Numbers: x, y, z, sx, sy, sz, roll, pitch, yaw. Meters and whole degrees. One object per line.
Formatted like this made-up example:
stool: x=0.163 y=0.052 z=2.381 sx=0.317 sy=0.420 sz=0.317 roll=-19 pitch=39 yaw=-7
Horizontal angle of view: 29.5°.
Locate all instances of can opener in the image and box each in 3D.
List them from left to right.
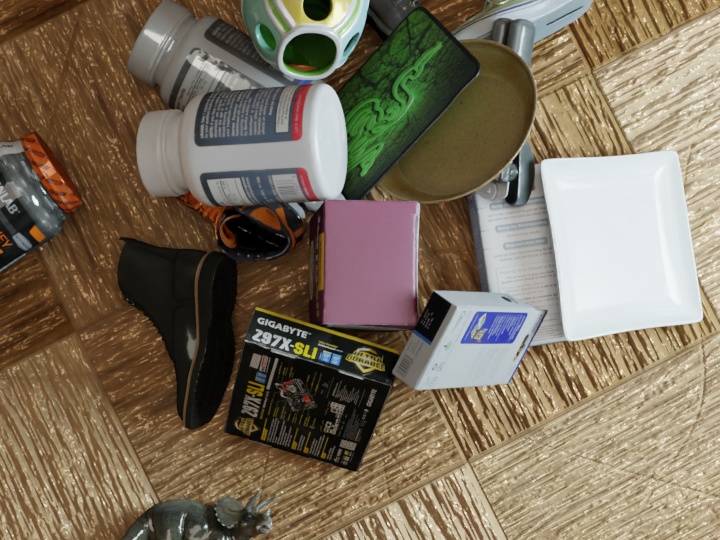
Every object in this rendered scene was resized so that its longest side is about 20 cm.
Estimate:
can opener: x=0.160 y=-0.172 z=1.485 sx=0.066 sy=0.053 sz=0.201 roll=-3 pitch=102 yaw=-39

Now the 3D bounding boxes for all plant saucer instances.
plant saucer: x=0.097 y=-0.150 z=1.435 sx=0.199 sy=0.035 sz=0.201 roll=-14 pitch=57 yaw=23

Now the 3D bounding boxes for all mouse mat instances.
mouse mat: x=0.029 y=-0.179 z=1.458 sx=0.200 sy=0.161 sz=0.008 roll=-47 pitch=131 yaw=11

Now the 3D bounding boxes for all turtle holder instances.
turtle holder: x=-0.047 y=-0.285 z=1.425 sx=0.140 sy=0.185 sz=0.132 roll=19 pitch=50 yaw=-32

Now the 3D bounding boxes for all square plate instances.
square plate: x=0.288 y=-0.030 z=1.526 sx=0.199 sy=0.028 sz=0.199 roll=-6 pitch=86 yaw=-29

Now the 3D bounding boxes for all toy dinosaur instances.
toy dinosaur: x=-0.192 y=0.294 z=1.511 sx=0.199 sy=0.077 sz=0.103 roll=2 pitch=75 yaw=3

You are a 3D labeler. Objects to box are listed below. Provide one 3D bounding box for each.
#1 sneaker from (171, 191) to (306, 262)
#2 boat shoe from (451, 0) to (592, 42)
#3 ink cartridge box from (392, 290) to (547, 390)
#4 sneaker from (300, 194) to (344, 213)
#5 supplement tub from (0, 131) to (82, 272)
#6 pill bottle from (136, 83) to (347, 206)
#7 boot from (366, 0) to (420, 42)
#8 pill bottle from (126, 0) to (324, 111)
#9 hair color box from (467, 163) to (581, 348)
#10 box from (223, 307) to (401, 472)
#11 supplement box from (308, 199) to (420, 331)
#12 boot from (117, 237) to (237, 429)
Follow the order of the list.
sneaker: x=-0.155 y=-0.077 z=1.497 sx=0.199 sy=0.112 sz=0.078 roll=25 pitch=111 yaw=1
boat shoe: x=0.171 y=-0.286 z=1.543 sx=0.199 sy=0.072 sz=0.062 roll=-27 pitch=64 yaw=-22
ink cartridge box: x=0.118 y=0.073 z=1.430 sx=0.039 sy=0.200 sz=0.100 roll=34 pitch=106 yaw=31
sneaker: x=0.012 y=-0.137 z=1.527 sx=0.200 sy=0.087 sz=0.075 roll=-36 pitch=90 yaw=-2
supplement tub: x=-0.413 y=-0.058 z=1.490 sx=0.199 sy=0.123 sz=0.123 roll=-34 pitch=88 yaw=-3
pill bottle: x=-0.123 y=-0.127 z=1.411 sx=0.199 sy=0.120 sz=0.120 roll=-2 pitch=86 yaw=15
boot: x=0.062 y=-0.340 z=1.549 sx=0.199 sy=0.069 sz=0.175 roll=34 pitch=87 yaw=3
pill bottle: x=-0.150 y=-0.210 z=1.512 sx=0.199 sy=0.114 sz=0.114 roll=31 pitch=86 yaw=0
hair color box: x=0.183 y=-0.015 z=1.538 sx=0.098 sy=0.061 sz=0.201 roll=-8 pitch=88 yaw=-3
box: x=-0.055 y=0.132 z=1.456 sx=0.159 sy=0.200 sz=0.050 roll=18 pitch=53 yaw=1
supplement box: x=0.000 y=0.000 z=1.459 sx=0.102 sy=0.200 sz=0.132 roll=2 pitch=85 yaw=-7
boot: x=-0.214 y=0.065 z=1.527 sx=0.138 sy=0.077 sz=0.201 roll=14 pitch=101 yaw=22
